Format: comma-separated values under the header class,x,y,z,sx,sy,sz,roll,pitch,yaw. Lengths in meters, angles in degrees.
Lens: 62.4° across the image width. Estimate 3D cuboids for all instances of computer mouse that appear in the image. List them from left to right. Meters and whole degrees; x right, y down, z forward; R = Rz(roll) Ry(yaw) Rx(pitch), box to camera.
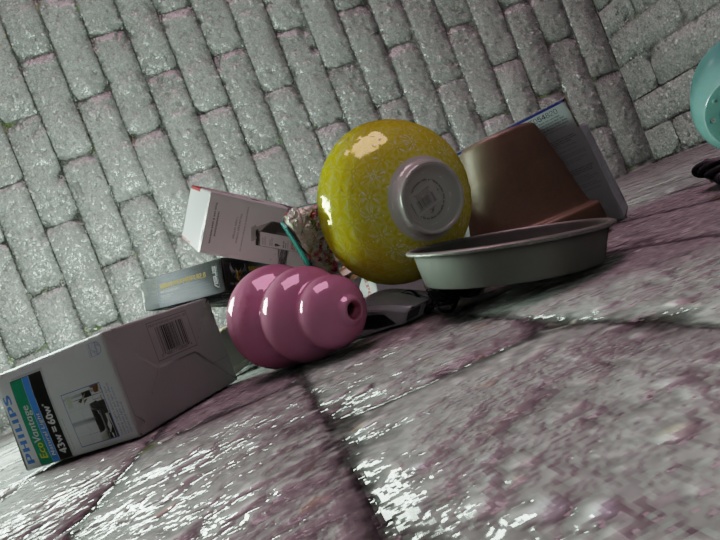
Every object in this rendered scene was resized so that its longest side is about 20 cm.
class,x,y,z,sx,sy,sz,roll,pitch,yaw
computer mouse,0.050,0.038,0.704,0.199,0.044,0.109,-22,1,41

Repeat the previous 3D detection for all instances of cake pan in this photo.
class,x,y,z,sx,sy,sz,roll,pitch,yaw
cake pan,0.144,-0.017,0.576,0.198,0.037,0.200,-10,5,1

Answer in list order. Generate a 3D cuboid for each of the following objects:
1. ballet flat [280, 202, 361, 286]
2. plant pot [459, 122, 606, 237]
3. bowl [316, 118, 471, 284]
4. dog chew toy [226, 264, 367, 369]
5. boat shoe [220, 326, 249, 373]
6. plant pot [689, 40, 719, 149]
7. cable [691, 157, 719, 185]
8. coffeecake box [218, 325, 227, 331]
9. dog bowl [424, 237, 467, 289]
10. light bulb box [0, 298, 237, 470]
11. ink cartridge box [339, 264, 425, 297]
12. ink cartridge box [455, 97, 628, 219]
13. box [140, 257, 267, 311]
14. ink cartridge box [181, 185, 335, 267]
class,x,y,z,sx,sy,sz,roll,pitch,yaw
ballet flat,-0.034,-0.001,0.757,0.064,0.201,0.076,-33,37,-12
plant pot,0.222,-0.104,0.832,0.198,0.176,0.200,-21,0,0
bowl,0.057,-0.081,0.688,0.198,0.202,0.107,-22,11,-20
dog chew toy,-0.069,0.050,0.679,0.124,0.126,0.199,-22,8,-39
boat shoe,-0.202,0.134,0.998,0.074,0.094,0.201,14,29,3
plant pot,0.653,-0.287,0.992,0.199,0.202,0.161,-22,14,43
cable,0.523,-0.154,0.733,0.198,0.051,0.163,-25,-5,15
coffeecake box,-0.339,0.180,1.166,0.198,0.074,0.154,-23,1,-4
dog bowl,0.115,0.002,1.010,0.198,0.059,0.200,-22,0,0
light bulb box,-0.306,0.140,0.763,0.198,0.126,0.198,-20,1,23
ink cartridge box,0.000,0.000,0.916,0.085,0.148,0.199,-14,-3,-31
ink cartridge box,0.272,-0.138,0.912,0.198,0.201,0.041,-21,20,40
box,-0.203,0.022,0.909,0.157,0.049,0.199,-13,-7,28
ink cartridge box,-0.143,-0.060,0.865,0.198,0.084,0.146,10,7,-28
